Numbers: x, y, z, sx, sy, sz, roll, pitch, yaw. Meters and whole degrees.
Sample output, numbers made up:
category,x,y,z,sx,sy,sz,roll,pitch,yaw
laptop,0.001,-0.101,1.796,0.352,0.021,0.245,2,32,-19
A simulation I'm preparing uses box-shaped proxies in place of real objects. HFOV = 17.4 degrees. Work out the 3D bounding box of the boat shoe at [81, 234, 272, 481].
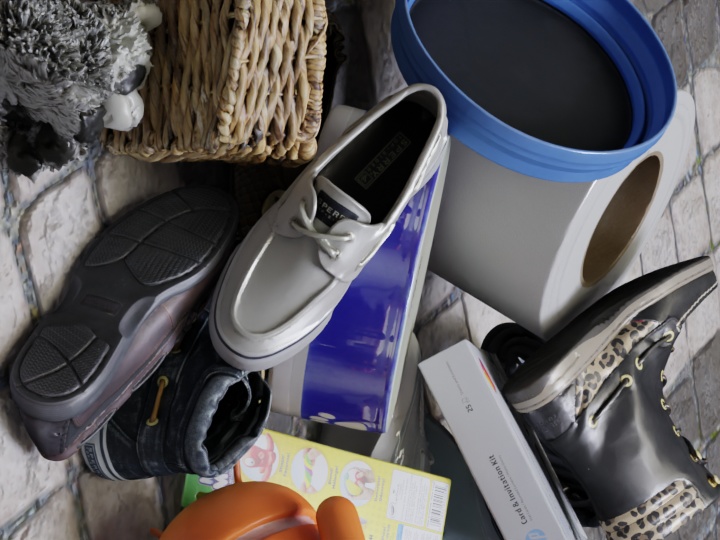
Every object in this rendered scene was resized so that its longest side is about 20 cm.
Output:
category,x,y,z,sx,sy,sz,roll,pitch,yaw
boat shoe,-0.085,0.053,1.429,0.201,0.090,0.071,-61,140,-39

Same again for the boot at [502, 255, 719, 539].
category,x,y,z,sx,sy,sz,roll,pitch,yaw
boot,0.203,0.092,1.648,0.200,0.073,0.151,-35,98,-36

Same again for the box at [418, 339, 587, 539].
category,x,y,z,sx,sy,sz,roll,pitch,yaw
box,0.103,0.130,1.642,0.157,0.041,0.200,64,5,7

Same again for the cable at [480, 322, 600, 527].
category,x,y,z,sx,sy,sz,roll,pitch,yaw
cable,0.151,0.116,1.759,0.051,0.200,0.164,-23,100,-13

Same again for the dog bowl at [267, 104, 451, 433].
category,x,y,z,sx,sy,sz,roll,pitch,yaw
dog bowl,0.000,0.000,1.506,0.200,0.078,0.202,13,90,-87

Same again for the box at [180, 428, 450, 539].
category,x,y,z,sx,sy,sz,roll,pitch,yaw
box,-0.039,0.169,1.507,0.199,0.048,0.118,19,75,-36

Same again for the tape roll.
category,x,y,z,sx,sy,sz,roll,pitch,yaw
tape roll,0.129,-0.069,1.676,0.203,0.139,0.203,-48,158,-27

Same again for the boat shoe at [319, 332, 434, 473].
category,x,y,z,sx,sy,sz,roll,pitch,yaw
boat shoe,0.017,0.139,1.615,0.068,0.072,0.202,18,75,-41

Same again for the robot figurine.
category,x,y,z,sx,sy,sz,roll,pitch,yaw
robot figurine,-0.048,0.206,1.372,0.116,0.201,0.144,-25,155,-22

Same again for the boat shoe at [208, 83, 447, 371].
category,x,y,z,sx,sy,sz,roll,pitch,yaw
boat shoe,-0.015,-0.029,1.374,0.200,0.072,0.066,-46,172,-16

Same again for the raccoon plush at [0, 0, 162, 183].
category,x,y,z,sx,sy,sz,roll,pitch,yaw
raccoon plush,-0.176,-0.148,1.268,0.134,0.096,0.201,-66,144,-47

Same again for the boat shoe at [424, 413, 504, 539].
category,x,y,z,sx,sy,sz,roll,pitch,yaw
boat shoe,0.065,0.176,1.720,0.201,0.070,0.091,62,8,-19

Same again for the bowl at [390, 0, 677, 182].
category,x,y,z,sx,sy,sz,roll,pitch,yaw
bowl,0.110,-0.139,1.540,0.201,0.200,0.039,-49,174,-48

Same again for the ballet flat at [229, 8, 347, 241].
category,x,y,z,sx,sy,sz,roll,pitch,yaw
ballet flat,-0.041,-0.092,1.516,0.067,0.046,0.201,53,38,-42

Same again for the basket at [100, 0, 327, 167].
category,x,y,z,sx,sy,sz,roll,pitch,yaw
basket,-0.057,-0.163,1.381,0.148,0.142,0.202,1,88,-42

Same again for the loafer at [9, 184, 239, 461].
category,x,y,z,sx,sy,sz,roll,pitch,yaw
loafer,-0.137,0.029,1.376,0.200,0.071,0.063,-52,154,-38
